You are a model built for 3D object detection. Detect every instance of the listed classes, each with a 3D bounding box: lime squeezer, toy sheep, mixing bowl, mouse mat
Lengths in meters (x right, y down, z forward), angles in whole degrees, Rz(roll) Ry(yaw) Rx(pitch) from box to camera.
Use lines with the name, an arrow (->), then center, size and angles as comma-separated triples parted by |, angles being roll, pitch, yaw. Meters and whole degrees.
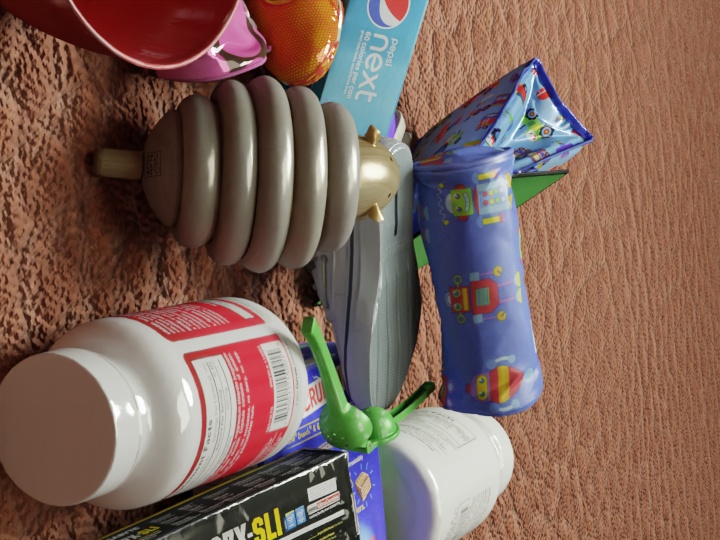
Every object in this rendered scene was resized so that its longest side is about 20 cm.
lime squeezer -> 0.000, 0.091, 1.044 | 0.200, 0.038, 0.071 | 31, 51, -59
toy sheep -> -0.070, -0.061, 0.982 | 0.138, 0.200, 0.138 | 177, -90, -75
mixing bowl -> -0.157, -0.208, 0.850 | 0.200, 0.108, 0.201 | 0, 90, -60
mouse mat -> 0.066, -0.028, 1.240 | 0.008, 0.200, 0.161 | 61, 25, 9

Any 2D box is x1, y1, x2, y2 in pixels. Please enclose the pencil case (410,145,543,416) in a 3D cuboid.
pencil case -> 0.084, 0.007, 1.114 | 0.087, 0.078, 0.200 | -74, 156, -74

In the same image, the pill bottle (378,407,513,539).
pill bottle -> 0.052, 0.175, 1.279 | 0.200, 0.114, 0.115 | -12, 101, -64

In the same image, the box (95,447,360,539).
box -> -0.076, 0.216, 0.961 | 0.200, 0.049, 0.160 | -19, 103, -46

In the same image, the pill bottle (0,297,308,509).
pill bottle -> -0.123, 0.079, 0.920 | 0.200, 0.112, 0.113 | -9, 98, -63

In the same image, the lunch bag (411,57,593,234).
lunch bag -> 0.081, -0.076, 1.293 | 0.094, 0.150, 0.200 | 53, 40, -4

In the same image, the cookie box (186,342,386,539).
cookie box -> -0.051, 0.163, 1.108 | 0.171, 0.075, 0.201 | -16, 104, -62

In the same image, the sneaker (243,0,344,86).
sneaker -> -0.062, -0.218, 1.047 | 0.077, 0.073, 0.200 | 28, 46, -64

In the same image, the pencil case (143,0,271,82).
pencil case -> -0.112, -0.221, 0.975 | 0.094, 0.091, 0.200 | -19, 110, -34

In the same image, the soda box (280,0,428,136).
soda box -> -0.005, -0.164, 1.096 | 0.064, 0.068, 0.200 | 9, 107, -31

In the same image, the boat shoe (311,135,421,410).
boat shoe -> 0.000, 0.000, 1.092 | 0.074, 0.067, 0.200 | -17, 115, -55

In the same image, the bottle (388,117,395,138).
bottle -> -0.029, -0.176, 1.167 | 0.084, 0.065, 0.200 | -54, 136, -46

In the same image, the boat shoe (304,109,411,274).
boat shoe -> -0.003, -0.054, 1.219 | 0.200, 0.072, 0.060 | -65, 142, -50
